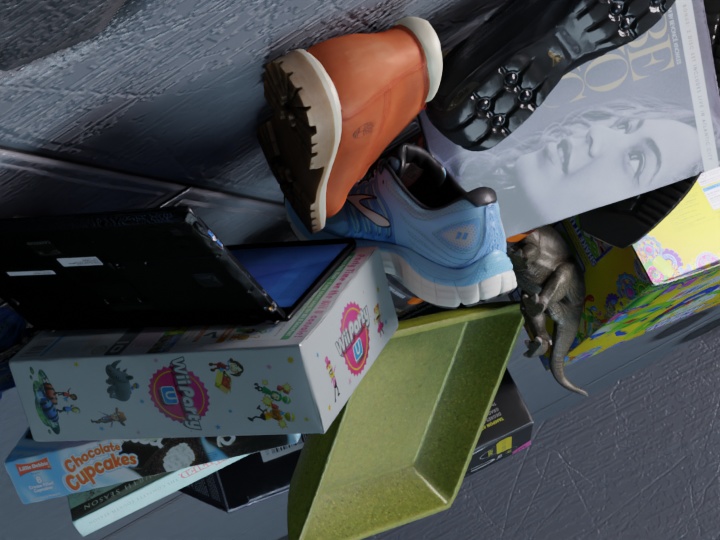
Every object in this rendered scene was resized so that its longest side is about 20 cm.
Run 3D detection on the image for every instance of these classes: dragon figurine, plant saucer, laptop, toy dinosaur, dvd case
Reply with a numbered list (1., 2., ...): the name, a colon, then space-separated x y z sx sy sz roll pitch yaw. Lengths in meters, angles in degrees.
1. dragon figurine: -0.251 0.063 1.297 0.200 0.059 0.099 -26 166 -22
2. plant saucer: 0.026 0.111 1.457 0.200 0.048 0.200 -11 127 -49
3. laptop: -0.125 -0.020 1.145 0.177 0.103 0.200 -4 149 25
4. toy dinosaur: 0.136 0.001 1.436 0.077 0.200 0.102 -34 -172 43
5. dvd case: -0.153 0.088 1.353 0.146 0.200 0.022 -26 130 2
6. dvd case: 0.140 -0.102 1.249 0.200 0.016 0.149 -19 124 -3

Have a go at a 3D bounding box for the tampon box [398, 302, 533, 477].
1. tampon box: 0.054 0.082 1.656 0.126 0.200 0.150 -26 168 -1

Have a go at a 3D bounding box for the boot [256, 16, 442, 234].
1. boot: -0.004 -0.089 1.166 0.107 0.075 0.200 -28 168 -16

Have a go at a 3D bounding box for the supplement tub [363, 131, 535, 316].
1. supplement tub: 0.062 -0.050 1.359 0.200 0.107 0.107 -34 165 29

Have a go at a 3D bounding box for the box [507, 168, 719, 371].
1. box: 0.242 -0.031 1.527 0.200 0.122 0.193 -19 165 -28

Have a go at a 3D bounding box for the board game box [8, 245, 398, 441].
1. board game box: -0.096 0.047 1.191 0.200 0.064 0.148 -5 -158 23

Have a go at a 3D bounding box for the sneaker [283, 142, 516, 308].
1. sneaker: 0.027 -0.046 1.243 0.078 0.090 0.200 -19 -151 -39

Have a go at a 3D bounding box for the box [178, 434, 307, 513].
1. box: -0.091 0.120 1.590 0.148 0.104 0.200 -19 -173 -19

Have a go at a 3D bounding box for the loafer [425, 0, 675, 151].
1. loafer: 0.121 -0.156 1.166 0.201 0.070 0.068 -39 128 2

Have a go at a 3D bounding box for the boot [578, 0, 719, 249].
1. boot: 0.228 -0.105 1.374 0.200 0.077 0.138 -61 168 2

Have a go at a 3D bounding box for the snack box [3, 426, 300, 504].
1. snack box: -0.126 0.094 1.256 0.200 0.037 0.116 -14 -160 16
